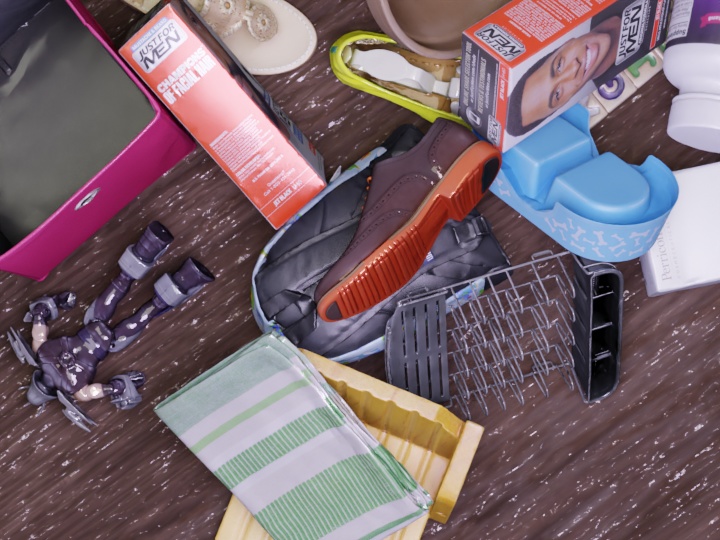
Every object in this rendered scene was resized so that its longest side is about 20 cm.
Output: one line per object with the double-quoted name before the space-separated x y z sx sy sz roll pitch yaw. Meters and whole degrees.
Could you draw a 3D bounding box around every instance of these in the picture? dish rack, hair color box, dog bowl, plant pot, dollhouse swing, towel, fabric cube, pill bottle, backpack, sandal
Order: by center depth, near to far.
"towel" -0.055 0.153 1.553 0.152 0.023 0.200 -34 105 32
"hair color box" 0.173 -0.194 1.583 0.199 0.102 0.061 -34 59 -24
"dog bowl" 0.175 -0.077 1.586 0.111 0.050 0.200 -25 47 -31
"dish rack" 0.119 0.061 1.591 0.198 0.154 0.055 -15 43 -10
"dollhouse swing" -0.025 0.187 1.598 0.198 0.182 0.177 23 76 4
"fabric cube" -0.282 -0.128 1.610 0.196 0.199 0.200 -40 85 0
"pill bottle" 0.318 -0.206 1.610 0.110 0.111 0.202 12 82 4
"hair color box" -0.114 -0.139 1.613 0.064 0.111 0.200 -40 104 9
"plant pot" 0.062 -0.289 1.622 0.092 0.200 0.202 28 88 43
"backpack" 0.000 0.000 1.622 0.199 0.154 0.164 -37 90 -20
"sandal" -0.141 -0.234 1.671 0.210 0.070 0.078 25 89 5

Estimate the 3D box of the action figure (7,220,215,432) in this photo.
"action figure" -0.222 0.053 1.663 0.200 0.069 0.130 -43 92 4

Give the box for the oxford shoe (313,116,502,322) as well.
"oxford shoe" 0.025 -0.041 1.545 0.072 0.071 0.200 39 75 23

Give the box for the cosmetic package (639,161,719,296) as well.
"cosmetic package" 0.335 -0.046 1.627 0.198 0.074 0.103 -13 85 2

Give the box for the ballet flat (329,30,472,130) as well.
"ballet flat" 0.066 -0.163 1.654 0.198 0.067 0.068 17 89 4

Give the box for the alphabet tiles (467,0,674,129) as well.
"alphabet tiles" 0.194 -0.248 1.681 0.167 0.008 0.200 -40 85 1
